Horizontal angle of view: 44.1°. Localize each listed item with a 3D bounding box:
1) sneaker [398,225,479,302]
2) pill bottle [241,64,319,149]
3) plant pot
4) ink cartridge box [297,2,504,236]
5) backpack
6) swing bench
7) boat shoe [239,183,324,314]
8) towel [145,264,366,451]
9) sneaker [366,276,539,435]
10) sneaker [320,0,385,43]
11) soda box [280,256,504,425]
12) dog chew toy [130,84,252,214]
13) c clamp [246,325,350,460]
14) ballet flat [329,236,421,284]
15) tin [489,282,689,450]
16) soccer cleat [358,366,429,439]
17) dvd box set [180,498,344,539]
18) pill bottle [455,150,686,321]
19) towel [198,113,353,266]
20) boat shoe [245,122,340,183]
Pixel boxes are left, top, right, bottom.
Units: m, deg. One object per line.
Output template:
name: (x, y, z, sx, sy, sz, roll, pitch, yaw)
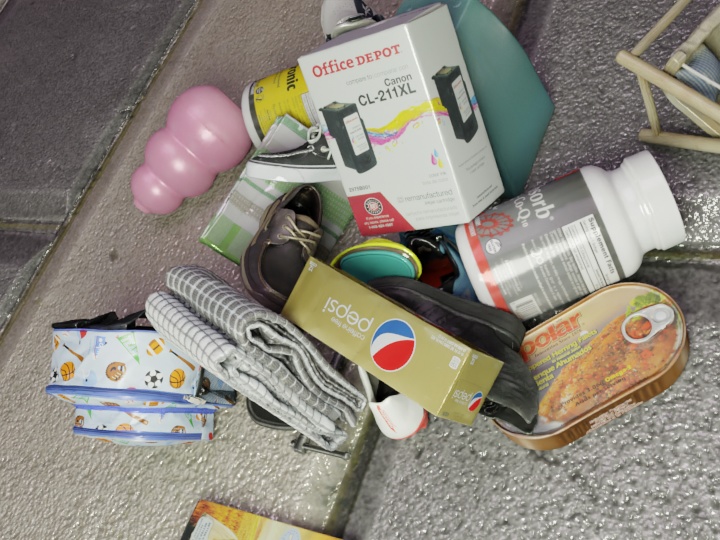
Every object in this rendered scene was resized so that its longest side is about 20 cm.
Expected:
sneaker: (0.081, -0.020, 0.952, 0.078, 0.090, 0.201, -30, 42, 8)
pill bottle: (-0.048, -0.225, 1.176, 0.198, 0.111, 0.112, -15, 50, 21)
plant pot: (0.106, -0.200, 0.998, 0.140, 0.200, 0.142, 7, 61, 35)
ink cartridge box: (0.041, -0.148, 0.901, 0.145, 0.201, 0.083, -6, 23, 41)
backpack: (-0.249, 0.117, 0.983, 0.198, 0.190, 0.156, -8, 69, 27)
swing bench: (0.399, -0.204, 0.869, 0.199, 0.130, 0.200, -47, 46, -9)
boat shoe: (-0.082, -0.035, 0.979, 0.073, 0.074, 0.201, -50, 22, 30)
towel: (-0.098, 0.082, 0.876, 0.165, 0.200, 0.086, 24, 76, 48)
sneaker: (0.078, 0.077, 0.831, 0.198, 0.060, 0.105, 15, 57, 17)
sneaker: (-0.003, -0.282, 1.048, 0.079, 0.130, 0.201, -19, 66, 3)
soda box: (0.023, 0.059, 0.793, 0.199, 0.068, 0.064, 28, 92, 37)
dog chew toy: (-0.244, -0.162, 1.250, 0.200, 0.124, 0.125, -48, 45, 3)
c clamp: (-0.047, 0.110, 0.982, 0.170, 0.027, 0.201, -2, 57, 37)
ballet flat: (0.000, 0.000, 0.939, 0.199, 0.067, 0.067, -29, 20, 48)
tin: (0.208, 0.089, 0.827, 0.199, 0.042, 0.112, -31, 50, 9)
soccer cleat: (0.029, 0.076, 0.914, 0.068, 0.085, 0.201, -19, 49, 18)
dvd box set: (-0.109, 0.312, 0.856, 0.199, 0.029, 0.147, 5, 59, 35)
pill bottle: (0.203, -0.032, 0.868, 0.199, 0.116, 0.116, -24, 47, 13)
towel: (-0.087, -0.082, 1.093, 0.148, 0.031, 0.201, 29, 71, 5)
boat shoe: (-0.039, -0.142, 1.056, 0.197, 0.069, 0.074, -3, 13, -8)
